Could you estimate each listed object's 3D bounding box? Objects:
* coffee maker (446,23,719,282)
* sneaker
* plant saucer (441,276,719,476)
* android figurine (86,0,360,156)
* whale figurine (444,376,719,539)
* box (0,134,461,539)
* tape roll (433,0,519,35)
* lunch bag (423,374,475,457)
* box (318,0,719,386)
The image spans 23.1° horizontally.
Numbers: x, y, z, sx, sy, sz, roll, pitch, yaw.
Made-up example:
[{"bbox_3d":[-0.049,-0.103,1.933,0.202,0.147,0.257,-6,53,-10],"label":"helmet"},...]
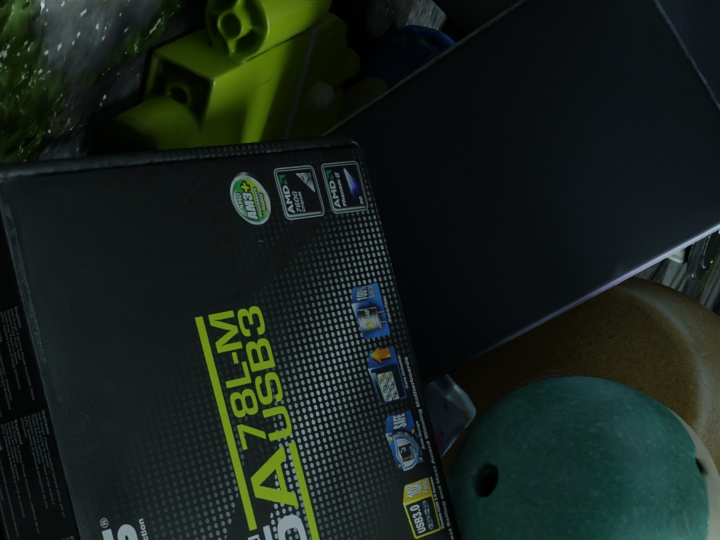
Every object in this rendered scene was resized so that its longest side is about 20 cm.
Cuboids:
[{"bbox_3d":[0.161,-0.117,1.073,0.192,0.199,0.135,-49,161,-35],"label":"coffee maker"},{"bbox_3d":[0.036,-0.069,0.972,0.106,0.075,0.200,-62,164,-8],"label":"sneaker"},{"bbox_3d":[0.095,0.075,0.851,0.201,0.199,0.036,-58,143,-22],"label":"plant saucer"},{"bbox_3d":[-0.056,-0.049,0.769,0.200,0.041,0.184,-35,146,-58],"label":"android figurine"},{"bbox_3d":[0.056,0.124,0.744,0.199,0.160,0.103,-34,134,27],"label":"whale figurine"},{"bbox_3d":[-0.050,0.056,0.640,0.192,0.047,0.202,-8,83,-53],"label":"box"},{"bbox_3d":[0.098,-0.202,0.813,0.200,0.066,0.200,-44,-170,9],"label":"tape roll"},{"bbox_3d":[-0.071,0.110,0.807,0.200,0.127,0.170,-43,180,39],"label":"lunch bag"},{"bbox_3d":[0.101,-0.063,0.784,0.199,0.124,0.198,-31,-179,36],"label":"box"}]
